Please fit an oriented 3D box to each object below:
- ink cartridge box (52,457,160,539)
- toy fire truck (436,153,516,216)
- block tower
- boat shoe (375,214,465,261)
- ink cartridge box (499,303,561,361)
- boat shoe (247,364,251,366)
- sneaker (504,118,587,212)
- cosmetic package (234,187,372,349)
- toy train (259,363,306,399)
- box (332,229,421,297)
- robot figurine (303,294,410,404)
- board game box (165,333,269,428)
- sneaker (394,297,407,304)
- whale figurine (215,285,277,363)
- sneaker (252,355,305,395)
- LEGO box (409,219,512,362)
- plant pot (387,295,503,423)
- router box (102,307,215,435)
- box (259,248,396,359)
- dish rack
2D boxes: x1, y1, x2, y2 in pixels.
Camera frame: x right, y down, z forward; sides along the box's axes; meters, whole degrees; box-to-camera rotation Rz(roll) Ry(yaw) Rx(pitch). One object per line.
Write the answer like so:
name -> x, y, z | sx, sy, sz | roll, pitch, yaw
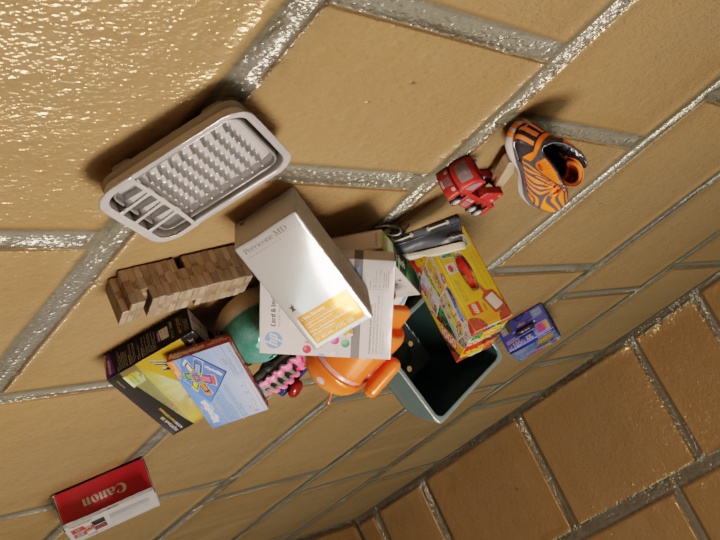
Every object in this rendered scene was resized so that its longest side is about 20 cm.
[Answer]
ink cartridge box -> -0.528, 0.475, 2.022 | 0.197, 0.085, 0.176 | -22, 159, -17
toy fire truck -> 0.215, -0.147, 1.526 | 0.140, 0.049, 0.199 | -36, 158, 19
block tower -> -0.242, 0.016, 1.329 | 0.197, 0.058, 0.054 | -17, 159, -31
boat shoe -> 0.069, -0.045, 1.554 | 0.196, 0.063, 0.075 | -11, 177, 19
ink cartridge box -> 0.433, 0.159, 2.502 | 0.135, 0.077, 0.200 | -31, 158, 10
boat shoe -> -0.227, 0.156, 1.671 | 0.197, 0.063, 0.074 | -22, 159, -14
sneaker -> 0.293, -0.137, 1.465 | 0.078, 0.112, 0.200 | -50, 138, -5
cosmetic package -> -0.076, 0.000, 1.321 | 0.100, 0.072, 0.201 | -30, 120, 12
toy train -> -0.137, 0.168, 1.712 | 0.200, 0.084, 0.117 | -46, 162, -39
box -> 0.000, 0.000, 1.518 | 0.142, 0.037, 0.200 | -10, 157, 18
robot figurine -> -0.009, 0.115, 1.526 | 0.200, 0.143, 0.117 | -48, -166, 19
board game box -> -0.221, 0.176, 1.523 | 0.101, 0.020, 0.201 | -19, 140, 1
sneaker -> 0.033, 0.073, 1.786 | 0.080, 0.077, 0.200 | -16, 159, -32
whale figurine -> -0.132, 0.081, 1.553 | 0.197, 0.105, 0.160 | -19, 158, -32
sneaker -> -0.124, 0.123, 1.643 | 0.200, 0.095, 0.079 | -44, 160, -15
LEGO box -> 0.167, 0.033, 1.677 | 0.076, 0.202, 0.150 | -20, 159, -17
plant pot -> 0.115, 0.158, 1.886 | 0.195, 0.197, 0.199 | -41, -170, -22
router box -> -0.287, 0.164, 1.540 | 0.155, 0.053, 0.201 | -29, 139, 5
box -> -0.049, 0.047, 1.420 | 0.196, 0.159, 0.041 | 4, -160, 1
dish rack -> -0.188, -0.116, 1.100 | 0.198, 0.044, 0.172 | -30, 159, 7
